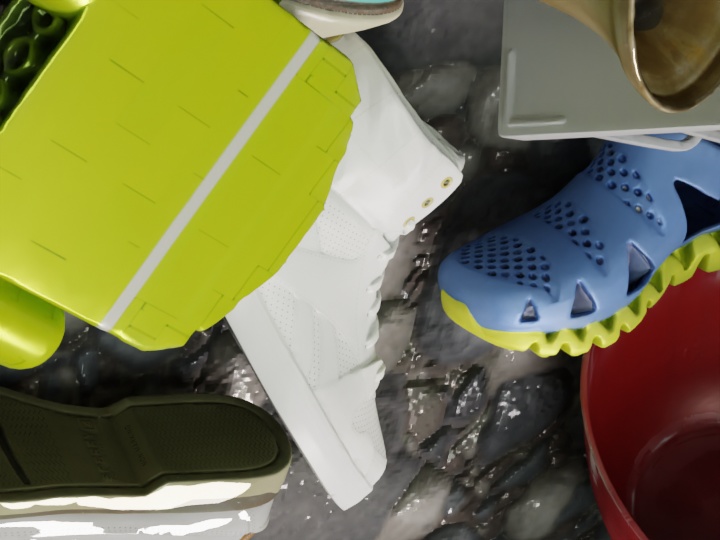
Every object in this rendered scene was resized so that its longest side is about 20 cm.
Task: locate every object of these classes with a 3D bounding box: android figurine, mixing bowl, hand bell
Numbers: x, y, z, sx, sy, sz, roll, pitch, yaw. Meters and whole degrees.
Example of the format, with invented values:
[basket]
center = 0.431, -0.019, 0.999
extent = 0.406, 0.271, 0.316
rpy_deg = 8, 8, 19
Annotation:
[android figurine]
center = -0.074, -0.047, 0.710
extent = 0.183, 0.041, 0.200
rpy_deg = -55, 144, 4
[mixing bowl]
center = 0.182, 0.089, 0.968
extent = 0.199, 0.201, 0.109
rpy_deg = -18, 154, -19
[hand bell]
center = 0.029, -0.128, 0.723
extent = 0.104, 0.199, 0.105
rpy_deg = -35, 135, -45

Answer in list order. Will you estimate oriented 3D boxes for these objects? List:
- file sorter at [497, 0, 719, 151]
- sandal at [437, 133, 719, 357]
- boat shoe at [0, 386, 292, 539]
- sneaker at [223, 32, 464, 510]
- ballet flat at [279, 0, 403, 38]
[file sorter]
center = 0.165, -0.113, 0.777
extent = 0.124, 0.199, 0.140
rpy_deg = 7, 85, -46
[sandal]
center = 0.114, -0.032, 0.908
extent = 0.199, 0.079, 0.088
rpy_deg = -26, 128, -29
[boat shoe]
center = -0.126, 0.089, 0.842
extent = 0.199, 0.075, 0.069
rpy_deg = 5, 126, -22
[sneaker]
center = 0.000, 0.000, 0.861
extent = 0.115, 0.074, 0.201
rpy_deg = -29, 128, -7
[ballet flat]
center = -0.076, -0.114, 0.759
extent = 0.199, 0.070, 0.070
rpy_deg = 18, 109, -35
